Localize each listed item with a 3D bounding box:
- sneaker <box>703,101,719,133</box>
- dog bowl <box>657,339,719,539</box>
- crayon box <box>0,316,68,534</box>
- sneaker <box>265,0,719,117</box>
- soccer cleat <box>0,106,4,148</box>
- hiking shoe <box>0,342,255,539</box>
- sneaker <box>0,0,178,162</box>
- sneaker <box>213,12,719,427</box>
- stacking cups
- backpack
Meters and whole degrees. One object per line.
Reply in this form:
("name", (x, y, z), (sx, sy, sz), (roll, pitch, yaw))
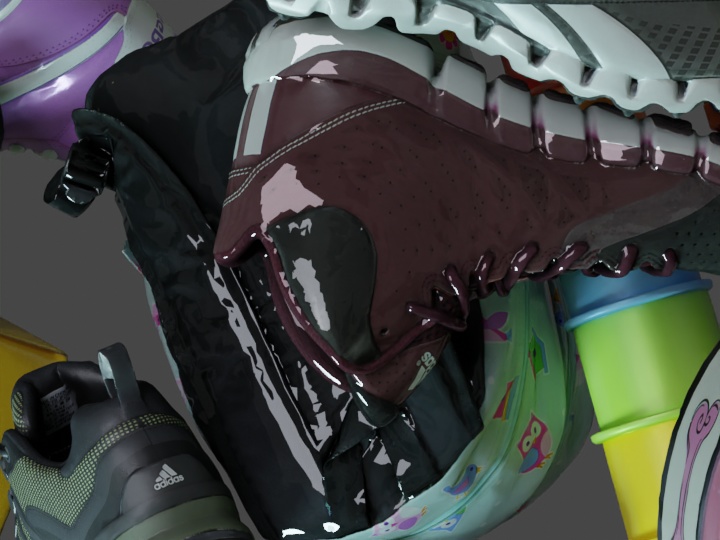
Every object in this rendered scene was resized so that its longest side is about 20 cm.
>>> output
("sneaker", (0.138, -0.053, 0.923), (0.200, 0.075, 0.078), (47, 117, 4))
("dog bowl", (0.187, 0.083, 0.823), (0.199, 0.074, 0.201), (0, 92, 6))
("crayon box", (-0.182, 0.074, 1.083), (0.127, 0.051, 0.201), (24, 93, 57))
("sneaker", (0.056, -0.105, 0.832), (0.199, 0.067, 0.091), (13, 125, -3))
("soccer cleat", (-0.198, 0.013, 1.035), (0.067, 0.081, 0.200), (32, 82, 15))
("hiking shoe", (-0.091, 0.082, 1.001), (0.200, 0.075, 0.101), (-34, 73, 64))
("sneaker", (-0.152, -0.062, 1.098), (0.200, 0.114, 0.073), (-22, 40, 42))
("sneaker", (0.046, 0.003, 0.874), (0.199, 0.076, 0.116), (18, 75, -1))
("stacking cups", (0.092, -0.006, 0.957), (0.060, 0.060, 0.201), (-18, 80, 24))
("backpack", (0.000, 0.000, 0.984), (0.167, 0.126, 0.201), (-31, 68, 28))
